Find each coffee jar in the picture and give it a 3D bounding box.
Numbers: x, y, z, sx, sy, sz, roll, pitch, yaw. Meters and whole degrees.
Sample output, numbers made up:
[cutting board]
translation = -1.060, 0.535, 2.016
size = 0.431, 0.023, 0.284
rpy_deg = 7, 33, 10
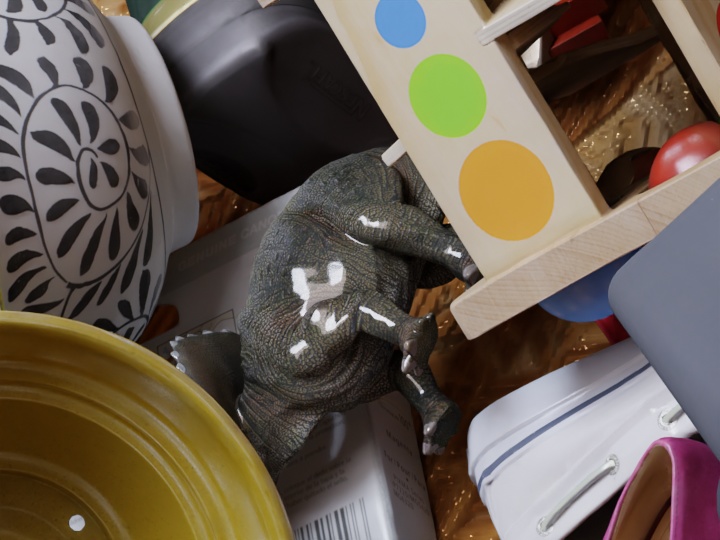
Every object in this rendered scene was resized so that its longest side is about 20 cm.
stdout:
[coffee jar]
translation = -0.048, -0.120, 1.172
size = 0.085, 0.104, 0.200
rpy_deg = -36, 46, 20

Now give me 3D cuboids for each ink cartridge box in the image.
[ink cartridge box]
translation = -0.074, 0.083, 1.099
size = 0.200, 0.044, 0.174
rpy_deg = -27, 49, 19

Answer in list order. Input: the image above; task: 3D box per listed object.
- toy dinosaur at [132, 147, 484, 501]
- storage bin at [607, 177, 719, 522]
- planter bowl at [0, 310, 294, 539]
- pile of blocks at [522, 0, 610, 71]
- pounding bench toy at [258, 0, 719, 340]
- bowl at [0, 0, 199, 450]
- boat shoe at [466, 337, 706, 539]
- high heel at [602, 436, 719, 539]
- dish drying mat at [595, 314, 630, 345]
[toy dinosaur]
translation = 0.000, 0.000, 1.024
size = 0.102, 0.077, 0.200
rpy_deg = 19, 72, 27
[storage bin]
translation = 0.170, 0.045, 0.852
size = 0.146, 0.200, 0.134
rpy_deg = -43, 36, 4
[planter bowl]
translation = -0.122, 0.113, 1.000
size = 0.200, 0.200, 0.083
rpy_deg = -52, 5, -4
[pile of blocks]
translation = 0.085, -0.157, 1.116
size = 0.062, 0.082, 0.200
rpy_deg = 0, 62, 35
[pounding bench toy]
translation = 0.092, -0.086, 0.994
size = 0.124, 0.156, 0.200
rpy_deg = -30, 3, 35
[bowl]
translation = -0.117, -0.039, 1.085
size = 0.094, 0.201, 0.201
rpy_deg = -16, 44, -17
[boat shoe]
translation = 0.127, 0.043, 0.971
size = 0.200, 0.074, 0.067
rpy_deg = -34, 54, 28
[high heel]
translation = 0.069, 0.149, 0.914
size = 0.067, 0.096, 0.200
rpy_deg = 29, 80, 43
[dish drying mat]
translation = 0.155, -0.049, 1.026
size = 0.200, 0.018, 0.077
rpy_deg = -44, 24, 6
